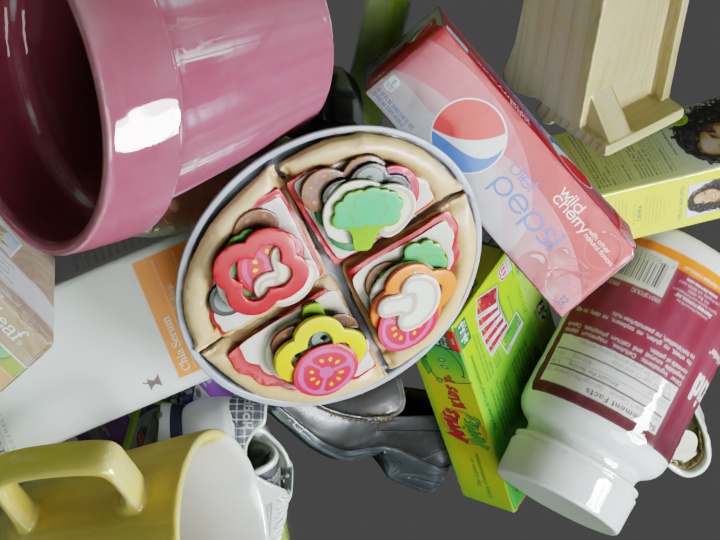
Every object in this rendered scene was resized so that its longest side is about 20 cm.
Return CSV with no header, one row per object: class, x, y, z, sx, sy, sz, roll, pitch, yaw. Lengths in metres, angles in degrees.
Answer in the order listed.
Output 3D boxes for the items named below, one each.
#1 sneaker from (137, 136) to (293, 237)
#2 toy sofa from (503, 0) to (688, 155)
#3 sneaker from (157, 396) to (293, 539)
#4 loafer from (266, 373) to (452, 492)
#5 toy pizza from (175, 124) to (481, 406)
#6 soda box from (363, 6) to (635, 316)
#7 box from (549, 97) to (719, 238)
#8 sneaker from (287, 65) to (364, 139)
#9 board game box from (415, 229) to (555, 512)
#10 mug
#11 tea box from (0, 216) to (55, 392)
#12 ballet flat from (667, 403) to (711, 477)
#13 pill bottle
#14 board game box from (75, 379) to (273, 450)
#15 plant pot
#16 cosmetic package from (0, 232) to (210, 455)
sneaker,-0.068,-0.065,1.554,0.198,0.080,0.072,3,126,4
toy sofa,0.165,-0.185,1.603,0.083,0.097,0.201,-27,139,-36
sneaker,-0.080,0.165,1.733,0.080,0.077,0.201,-13,135,5
loafer,0.001,0.094,1.767,0.199,0.073,0.072,22,108,-47
toy pizza,-0.015,0.004,1.517,0.199,0.032,0.201,-12,125,-17
soda box,0.090,-0.070,1.609,0.070,0.063,0.200,-40,104,10
box,0.208,-0.069,1.714,0.199,0.075,0.050,-15,134,-14
sneaker,-0.023,-0.031,1.614,0.079,0.075,0.202,1,94,-62
board game box,0.094,0.065,1.759,0.102,0.047,0.201,-52,142,-29
mug,-0.160,0.168,1.622,0.152,0.150,0.188,-7,113,21
tea box,-0.315,0.012,1.469,0.197,0.134,0.200,-41,112,11
ballet flat,0.215,0.087,1.853,0.069,0.070,0.200,-33,133,5
pill bottle,0.182,0.074,1.740,0.114,0.114,0.201,36,78,-41
board game box,-0.137,0.096,1.729,0.119,0.032,0.201,-24,134,0
plant pot,-0.122,-0.126,1.450,0.178,0.200,0.201,-17,135,-32
cosmetic package,-0.169,0.038,1.613,0.199,0.071,0.102,-23,108,-3
